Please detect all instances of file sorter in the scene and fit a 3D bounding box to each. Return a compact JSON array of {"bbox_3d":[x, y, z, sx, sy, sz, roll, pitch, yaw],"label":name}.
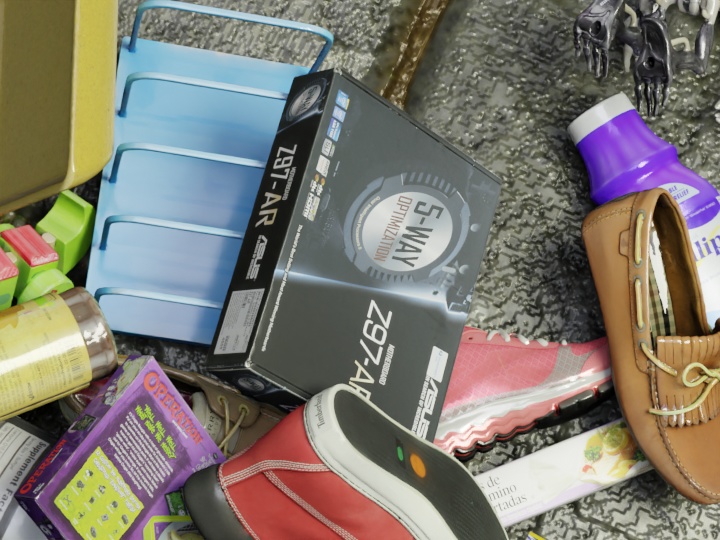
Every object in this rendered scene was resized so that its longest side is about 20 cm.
[{"bbox_3d":[-0.098,-0.059,1.210,0.138,0.123,0.202,8,79,-9],"label":"file sorter"}]

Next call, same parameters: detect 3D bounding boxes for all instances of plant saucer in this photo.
[{"bbox_3d":[-0.214,-0.130,1.220,0.048,0.199,0.202,9,76,-36],"label":"plant saucer"}]

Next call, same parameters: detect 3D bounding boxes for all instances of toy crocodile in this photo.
[{"bbox_3d":[-0.249,0.008,1.202,0.067,0.062,0.199,42,45,21],"label":"toy crocodile"}]

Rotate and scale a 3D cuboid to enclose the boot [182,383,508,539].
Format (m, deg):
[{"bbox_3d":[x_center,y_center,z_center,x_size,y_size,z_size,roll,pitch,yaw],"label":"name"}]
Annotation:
[{"bbox_3d":[-0.009,0.161,1.144,0.144,0.200,0.073,-33,36,25],"label":"boot"}]

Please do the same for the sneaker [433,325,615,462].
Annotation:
[{"bbox_3d":[0.094,0.066,1.224,0.199,0.074,0.087,-21,78,-5],"label":"sneaker"}]

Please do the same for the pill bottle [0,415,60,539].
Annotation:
[{"bbox_3d":[-0.244,0.145,1.180,0.199,0.116,0.117,27,79,3],"label":"pill bottle"}]

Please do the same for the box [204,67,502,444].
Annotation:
[{"bbox_3d":[0.000,0.000,1.160,0.160,0.043,0.201,32,66,-36],"label":"box"}]

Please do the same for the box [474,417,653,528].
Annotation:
[{"bbox_3d":[0.133,0.134,1.228,0.199,0.041,0.039,-21,79,-4],"label":"box"}]

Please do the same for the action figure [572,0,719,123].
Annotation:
[{"bbox_3d":[0.227,-0.160,1.258,0.119,0.103,0.199,33,37,32],"label":"action figure"}]

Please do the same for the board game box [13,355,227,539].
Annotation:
[{"bbox_3d":[-0.116,0.165,1.146,0.120,0.032,0.201,-49,122,-29],"label":"board game box"}]

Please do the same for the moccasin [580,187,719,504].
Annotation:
[{"bbox_3d":[0.202,0.048,1.176,0.073,0.078,0.203,-7,83,-39],"label":"moccasin"}]

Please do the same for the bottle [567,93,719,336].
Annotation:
[{"bbox_3d":[0.209,-0.023,1.247,0.083,0.065,0.201,-28,81,-7],"label":"bottle"}]

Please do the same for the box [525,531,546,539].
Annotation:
[{"bbox_3d":[0.180,0.245,1.166,0.199,0.064,0.070,27,79,22],"label":"box"}]

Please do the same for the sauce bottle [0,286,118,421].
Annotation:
[{"bbox_3d":[-0.247,0.068,1.119,0.199,0.065,0.065,-20,79,-25],"label":"sauce bottle"}]

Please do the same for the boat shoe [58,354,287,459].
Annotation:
[{"bbox_3d":[-0.106,0.106,1.215,0.199,0.066,0.075,16,79,2],"label":"boat shoe"}]
